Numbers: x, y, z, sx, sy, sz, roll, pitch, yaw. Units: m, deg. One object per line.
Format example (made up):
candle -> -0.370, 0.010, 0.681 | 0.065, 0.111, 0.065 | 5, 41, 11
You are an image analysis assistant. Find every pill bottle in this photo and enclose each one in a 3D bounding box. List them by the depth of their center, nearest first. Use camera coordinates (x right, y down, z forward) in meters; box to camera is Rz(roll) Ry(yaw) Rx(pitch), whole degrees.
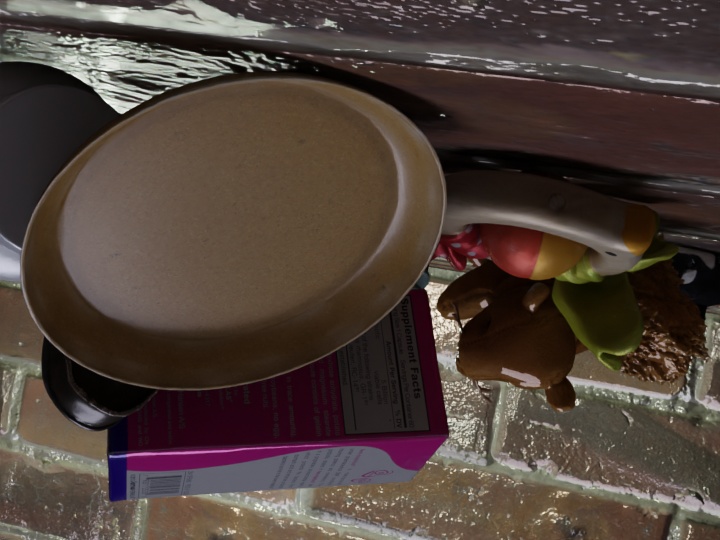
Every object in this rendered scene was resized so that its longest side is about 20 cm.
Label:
pill bottle -> -0.190, -0.053, 0.569 | 0.111, 0.113, 0.200 | 10, 179, -33

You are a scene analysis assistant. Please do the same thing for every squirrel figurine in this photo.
squirrel figurine -> 0.156, 0.029, 0.796 | 0.198, 0.143, 0.187 | -8, -171, 13

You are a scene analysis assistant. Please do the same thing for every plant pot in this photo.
plant pot -> -0.057, -0.016, 0.493 | 0.199, 0.200, 0.028 | 10, -139, -35

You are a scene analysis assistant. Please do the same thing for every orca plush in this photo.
orca plush -> 0.316, 0.021, 1.012 | 0.105, 0.072, 0.200 | 9, 179, 24

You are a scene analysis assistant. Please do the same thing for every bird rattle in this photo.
bird rattle -> 0.097, -0.030, 0.638 | 0.199, 0.113, 0.163 | 23, 168, 2

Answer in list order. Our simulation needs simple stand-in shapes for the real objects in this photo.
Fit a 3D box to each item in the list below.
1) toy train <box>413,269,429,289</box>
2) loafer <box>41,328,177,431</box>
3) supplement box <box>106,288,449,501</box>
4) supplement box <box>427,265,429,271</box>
toy train -> 0.000, 0.000, 0.920 | 0.113, 0.086, 0.201 | -1, 146, 8
loafer -> -0.101, -0.006, 0.573 | 0.073, 0.201, 0.071 | 38, 158, -26
supplement box -> -0.056, 0.078, 0.661 | 0.198, 0.104, 0.101 | 1, 153, -13
supplement box -> 0.026, 0.038, 1.060 | 0.060, 0.202, 0.109 | 11, 179, -4
